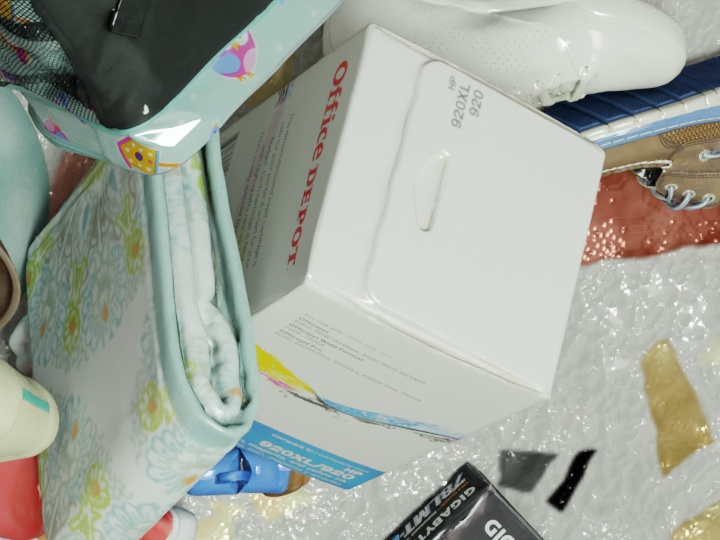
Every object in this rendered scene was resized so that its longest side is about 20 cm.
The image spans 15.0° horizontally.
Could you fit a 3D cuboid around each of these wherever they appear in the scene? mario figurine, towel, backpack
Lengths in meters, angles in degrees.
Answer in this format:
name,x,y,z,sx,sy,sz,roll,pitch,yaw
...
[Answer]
name,x,y,z,sx,sy,sz,roll,pitch,yaw
mario figurine,-0.134,0.089,1.466,0.199,0.106,0.124,-6,64,-24
towel,-0.110,0.030,1.341,0.048,0.200,0.171,9,146,-26
backpack,-0.113,-0.144,1.169,0.176,0.200,0.153,-49,139,-22

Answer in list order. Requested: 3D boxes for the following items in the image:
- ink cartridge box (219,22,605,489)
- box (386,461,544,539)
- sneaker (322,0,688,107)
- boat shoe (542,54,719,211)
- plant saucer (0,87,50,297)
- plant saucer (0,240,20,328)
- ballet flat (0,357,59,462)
name,x,y,z,sx,sy,sz,roll,pitch,yaw
ink cartridge box,0.000,0.000,1.375,0.144,0.200,0.148,25,62,-22
box,0.057,0.247,1.573,0.198,0.050,0.200,-42,114,-1
sneaker,0.076,-0.103,1.445,0.199,0.075,0.089,5,61,-11
boat shoe,0.182,-0.071,1.503,0.199,0.072,0.073,-16,111,-12
plant saucer,-0.254,-0.028,1.399,0.200,0.039,0.202,-5,106,-16
plant saucer,-0.254,-0.016,1.259,0.200,0.200,0.037,17,59,-21
ballet flat,-0.226,0.079,1.381,0.069,0.200,0.070,9,78,-46
